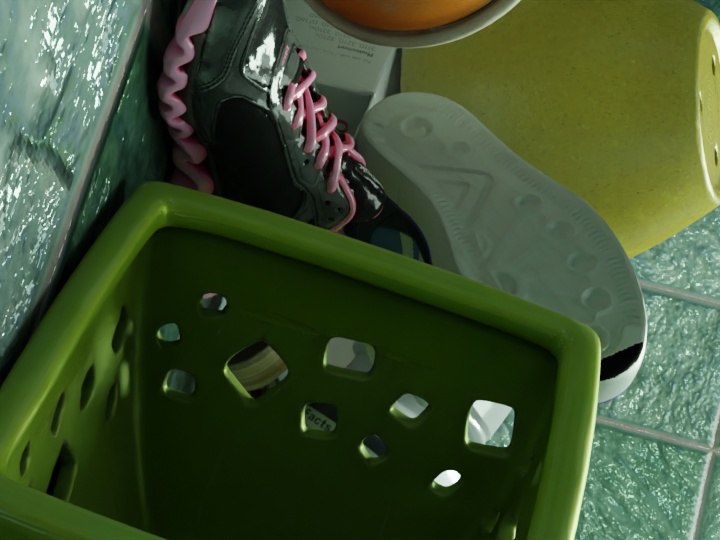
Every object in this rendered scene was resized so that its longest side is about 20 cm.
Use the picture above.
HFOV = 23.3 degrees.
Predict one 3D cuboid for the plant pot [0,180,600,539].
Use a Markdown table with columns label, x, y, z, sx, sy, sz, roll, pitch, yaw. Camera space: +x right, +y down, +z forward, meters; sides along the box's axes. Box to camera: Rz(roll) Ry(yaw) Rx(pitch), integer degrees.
| label | x | y | z | sx | sy | sz | roll | pitch | yaw |
| --- | --- | --- | --- | --- | --- | --- | --- | --- | --- |
| plant pot | -0.037 | 0.113 | 0.654 | 0.200 | 0.198 | 0.182 | -66 | 175 | -55 |

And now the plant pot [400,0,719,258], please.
| label | x | y | z | sx | sy | sz | roll | pitch | yaw |
| --- | --- | --- | --- | --- | --- | --- | --- | --- | --- |
| plant pot | 0.122 | -0.084 | 0.938 | 0.200 | 0.141 | 0.201 | -3 | 90 | -68 |

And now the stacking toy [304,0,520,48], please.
| label | x | y | z | sx | sy | sz | roll | pitch | yaw |
| --- | --- | --- | --- | --- | --- | --- | --- | --- | --- |
| stacking toy | -0.005 | -0.179 | 0.707 | 0.200 | 0.146 | 0.147 | 13 | 92 | -66 |

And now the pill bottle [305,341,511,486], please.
| label | x | y | z | sx | sy | sz | roll | pitch | yaw |
| --- | --- | --- | --- | --- | --- | --- | --- | --- | --- |
| pill bottle | -0.012 | 0.120 | 0.920 | 0.200 | 0.119 | 0.120 | -50 | 167 | -13 |

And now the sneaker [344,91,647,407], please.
| label | x | y | z | sx | sy | sz | roll | pitch | yaw |
| --- | --- | --- | --- | --- | --- | --- | --- | --- | --- |
| sneaker | 0.057 | 0.026 | 0.803 | 0.200 | 0.080 | 0.147 | 52 | -27 | 39 |

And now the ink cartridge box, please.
| label | x | y | z | sx | sy | sz | roll | pitch | yaw |
| --- | --- | --- | --- | --- | --- | --- | --- | --- | --- |
| ink cartridge box | -0.014 | -0.094 | 0.926 | 0.115 | 0.068 | 0.200 | 97 | 9 | -46 |

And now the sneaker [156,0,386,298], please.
| label | x | y | z | sx | sy | sz | roll | pitch | yaw |
| --- | --- | --- | --- | --- | --- | --- | --- | --- | --- |
| sneaker | -0.033 | -0.056 | 0.736 | 0.200 | 0.095 | 0.079 | 94 | 13 | -51 |

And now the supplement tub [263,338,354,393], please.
| label | x | y | z | sx | sy | sz | roll | pitch | yaw |
| --- | --- | --- | --- | --- | --- | --- | --- | --- | --- |
| supplement tub | 0.006 | 0.084 | 1.171 | 0.200 | 0.144 | 0.145 | 96 | 10 | -55 |

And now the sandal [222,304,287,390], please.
| label | x | y | z | sx | sy | sz | roll | pitch | yaw |
| --- | --- | --- | --- | --- | --- | --- | --- | --- | --- |
| sandal | -0.004 | -0.001 | 0.978 | 0.212 | 0.077 | 0.070 | -52 | 130 | -27 |
